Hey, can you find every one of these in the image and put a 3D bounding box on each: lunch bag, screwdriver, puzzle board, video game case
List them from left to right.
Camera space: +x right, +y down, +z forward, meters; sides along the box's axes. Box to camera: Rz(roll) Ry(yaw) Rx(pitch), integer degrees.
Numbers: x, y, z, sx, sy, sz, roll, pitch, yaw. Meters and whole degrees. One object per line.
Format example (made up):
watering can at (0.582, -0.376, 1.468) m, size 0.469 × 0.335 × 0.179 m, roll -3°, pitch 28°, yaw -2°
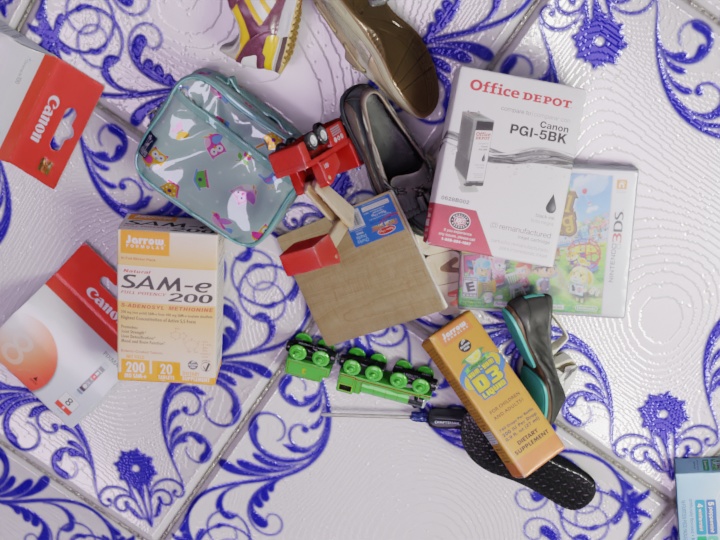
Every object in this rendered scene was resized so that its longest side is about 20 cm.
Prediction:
lunch bag at (-0.161, -0.139, 1.514) m, size 0.200 × 0.077 × 0.161 m, roll 36°, pitch 113°, yaw -2°
puzzle board at (0.000, 0.000, 1.520) m, size 0.200 × 0.017 × 0.151 m, roll -20°, pitch 97°, yaw 42°
screwdriver at (0.047, 0.182, 1.611) m, size 0.199 × 0.028 × 0.029 m, roll 4°, pitch 139°, yaw 7°
video game case at (0.216, -0.036, 1.491) m, size 0.199 × 0.022 × 0.183 m, roll 3°, pitch 109°, yaw 6°

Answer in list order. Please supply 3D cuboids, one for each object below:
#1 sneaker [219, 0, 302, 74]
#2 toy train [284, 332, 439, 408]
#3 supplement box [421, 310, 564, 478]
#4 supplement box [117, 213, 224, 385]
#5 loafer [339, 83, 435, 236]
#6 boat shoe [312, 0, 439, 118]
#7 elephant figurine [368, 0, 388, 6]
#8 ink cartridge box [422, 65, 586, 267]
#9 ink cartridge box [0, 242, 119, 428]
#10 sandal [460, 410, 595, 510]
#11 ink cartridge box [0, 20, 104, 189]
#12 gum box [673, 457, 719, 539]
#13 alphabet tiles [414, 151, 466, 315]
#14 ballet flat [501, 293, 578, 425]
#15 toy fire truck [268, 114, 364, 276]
sneaker at (-0.106, -0.324, 1.438) m, size 0.090 × 0.075 × 0.201 m, roll 15°, pitch 111°, yaw 1°
toy train at (-0.001, 0.129, 1.599) m, size 0.199 × 0.042 × 0.057 m, roll 15°, pitch 122°, yaw 6°
supplement box at (0.157, 0.147, 1.519) m, size 0.066 × 0.069 × 0.200 m, roll -35°, pitch 83°, yaw -7°
supplement box at (-0.235, 0.036, 1.584) m, size 0.126 × 0.074 × 0.201 m, roll 3°, pitch 109°, yaw 0°
loafer at (0.042, -0.122, 1.456) m, size 0.072 × 0.063 × 0.200 m, roll -36°, pitch 104°, yaw -12°
boat shoe at (0.016, -0.256, 1.447) m, size 0.065 × 0.072 × 0.200 m, roll -10°, pitch 125°, yaw 53°
elephant figurine at (0.098, -0.350, 1.317) m, size 0.141 × 0.200 × 0.156 m, roll 13°, pitch 112°, yaw 7°
ink cartridge box at (0.158, -0.115, 1.414) m, size 0.146 × 0.083 × 0.201 m, roll 10°, pitch 93°, yaw 1°
ink cartridge box at (-0.367, 0.088, 1.656) m, size 0.162 × 0.050 × 0.200 m, roll 45°, pitch 115°, yaw -6°
sandal at (0.206, 0.231, 1.593) m, size 0.200 × 0.045 × 0.075 m, roll 34°, pitch 117°, yaw -12°
ink cartridge box at (-0.438, -0.211, 1.564) m, size 0.200 × 0.057 × 0.163 m, roll 34°, pitch 112°, yaw 4°
gum box at (0.489, 0.311, 1.557) m, size 0.199 × 0.045 × 0.171 m, roll -3°, pitch 108°, yaw 12°
alphabet tiles at (0.113, -0.046, 1.524) m, size 0.195 × 0.015 × 0.201 m, roll -13°, pitch 106°, yaw 16°
ballet flat at (0.222, 0.108, 1.519) m, size 0.068 × 0.068 × 0.200 m, roll -26°, pitch 129°, yaw -10°
toy fire truck at (-0.041, -0.089, 1.440) m, size 0.049 × 0.200 × 0.141 m, roll -15°, pitch 103°, yaw 31°
